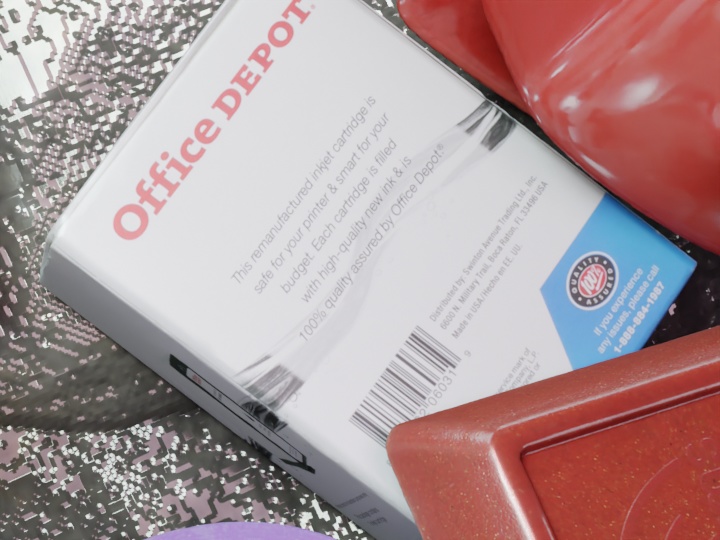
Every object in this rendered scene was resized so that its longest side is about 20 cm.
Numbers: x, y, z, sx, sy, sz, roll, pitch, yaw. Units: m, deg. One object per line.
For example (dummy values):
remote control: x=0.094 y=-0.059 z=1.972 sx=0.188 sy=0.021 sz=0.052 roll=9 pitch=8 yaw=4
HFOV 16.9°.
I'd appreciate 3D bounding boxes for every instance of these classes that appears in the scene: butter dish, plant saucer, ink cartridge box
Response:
butter dish: x=0.143 y=-0.076 z=0.859 sx=0.200 sy=0.199 sz=0.148 roll=31 pitch=34 yaw=-26
plant saucer: x=0.135 y=0.111 z=0.834 sx=0.199 sy=0.037 sz=0.200 roll=-15 pitch=70 yaw=-24
ink cartridge box: x=0.000 y=0.000 z=0.909 sx=0.200 sy=0.084 sz=0.146 roll=38 pitch=75 yaw=-2

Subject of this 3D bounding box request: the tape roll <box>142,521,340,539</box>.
tape roll: x=-0.042 y=0.192 z=0.838 sx=0.199 sy=0.066 sz=0.201 roll=-4 pitch=64 yaw=8
